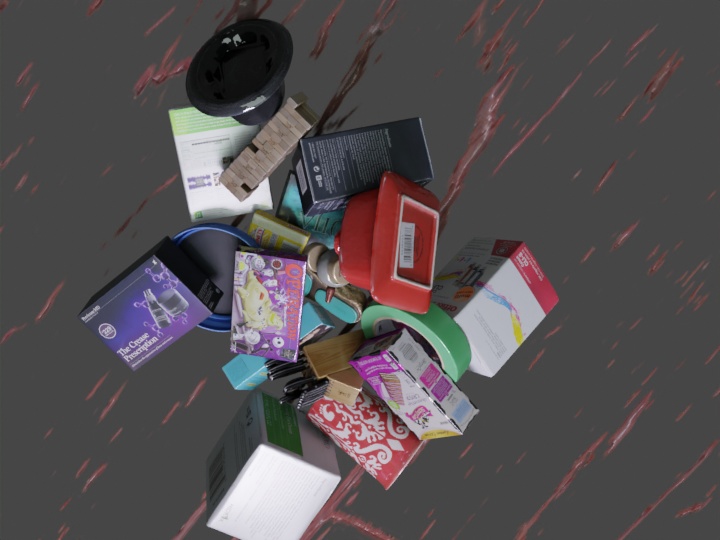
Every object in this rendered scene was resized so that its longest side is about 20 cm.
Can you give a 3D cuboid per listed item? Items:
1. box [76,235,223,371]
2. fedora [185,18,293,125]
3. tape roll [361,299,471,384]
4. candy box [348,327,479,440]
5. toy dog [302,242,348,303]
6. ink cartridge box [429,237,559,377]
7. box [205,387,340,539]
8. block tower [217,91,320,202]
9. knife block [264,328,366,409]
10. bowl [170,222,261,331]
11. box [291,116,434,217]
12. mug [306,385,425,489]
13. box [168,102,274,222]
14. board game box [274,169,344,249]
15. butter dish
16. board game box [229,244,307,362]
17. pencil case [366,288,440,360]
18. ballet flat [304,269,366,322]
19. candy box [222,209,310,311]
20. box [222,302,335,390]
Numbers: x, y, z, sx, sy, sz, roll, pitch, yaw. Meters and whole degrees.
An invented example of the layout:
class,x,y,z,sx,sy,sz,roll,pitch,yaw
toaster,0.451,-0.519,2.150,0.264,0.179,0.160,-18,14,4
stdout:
class,x,y,z,sx,sy,sz,roll,pitch,yaw
box,-0.356,0.058,1.589,0.200,0.079,0.141,-36,106,23
fedora,-0.176,-0.297,1.467,0.200,0.201,0.092,-28,141,2
tape roll,0.094,0.120,1.611,0.048,0.200,0.200,-48,118,-29
candy box,0.089,0.198,1.609,0.200,0.136,0.061,47,60,-10
toy dog,0.000,0.000,1.604,0.200,0.132,0.096,-3,112,-15
ink cartridge box,0.215,0.061,1.655,0.200,0.145,0.145,-46,117,-21
box,-0.166,0.368,1.722,0.171,0.199,0.200,29,105,-20
block tower,-0.146,-0.193,1.496,0.058,0.054,0.200,44,116,-2
knife block,-0.073,0.161,1.681,0.175,0.200,0.064,23,141,0
bowl,-0.247,0.010,1.613,0.200,0.039,0.201,5,117,9
box,0.000,-0.167,1.533,0.200,0.148,0.107,-13,87,-10
mug,0.003,0.301,1.745,0.200,0.133,0.178,37,144,7
box,-0.231,-0.187,1.568,0.144,0.036,0.200,-10,115,-7
board game box,-0.049,-0.086,1.647,0.200,0.028,0.135,14,109,-16
butter dish,0.026,-0.042,1.470,0.148,0.199,0.200,2,82,30
board game box,-0.156,0.058,1.583,0.120,0.032,0.200,6,118,-1
pencil case,0.086,0.086,1.712,0.087,0.087,0.200,-30,116,3
ballet flat,-0.075,0.021,1.663,0.200,0.065,0.071,35,134,3
candy box,-0.165,0.001,1.629,0.102,0.026,0.200,25,118,4
box,-0.146,0.138,1.686,0.200,0.082,0.049,-37,74,8
